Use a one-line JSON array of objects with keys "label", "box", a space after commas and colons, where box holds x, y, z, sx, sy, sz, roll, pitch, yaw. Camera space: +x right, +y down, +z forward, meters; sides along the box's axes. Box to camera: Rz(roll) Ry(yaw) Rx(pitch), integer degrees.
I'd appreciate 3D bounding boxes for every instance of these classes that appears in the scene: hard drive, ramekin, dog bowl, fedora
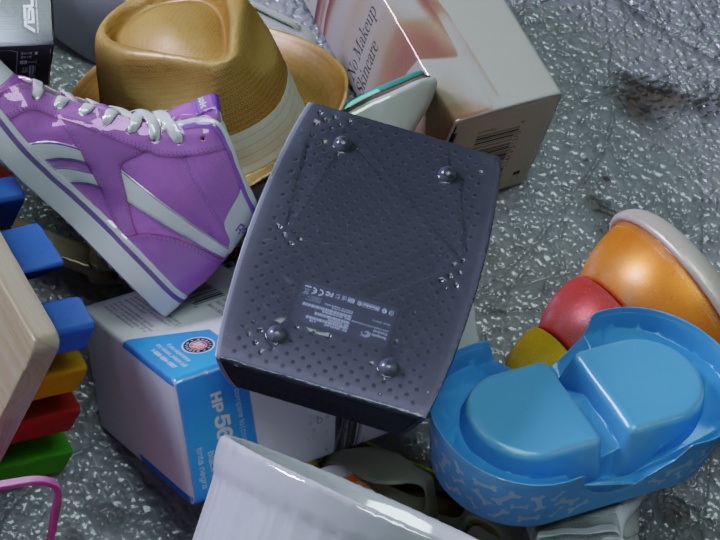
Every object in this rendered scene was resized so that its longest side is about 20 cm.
[{"label": "hard drive", "box": [0.000, 0.000, 1.422, 0.134, 0.042, 0.201, 16, 51, 3]}, {"label": "ramekin", "box": [0.001, 0.167, 1.273, 0.199, 0.200, 0.098, 24, 88, 4]}, {"label": "dog bowl", "box": [0.126, 0.087, 1.439, 0.199, 0.050, 0.112, -13, 49, -27]}, {"label": "fedora", "box": [-0.105, -0.122, 1.539, 0.199, 0.082, 0.201, -9, 37, 7]}]

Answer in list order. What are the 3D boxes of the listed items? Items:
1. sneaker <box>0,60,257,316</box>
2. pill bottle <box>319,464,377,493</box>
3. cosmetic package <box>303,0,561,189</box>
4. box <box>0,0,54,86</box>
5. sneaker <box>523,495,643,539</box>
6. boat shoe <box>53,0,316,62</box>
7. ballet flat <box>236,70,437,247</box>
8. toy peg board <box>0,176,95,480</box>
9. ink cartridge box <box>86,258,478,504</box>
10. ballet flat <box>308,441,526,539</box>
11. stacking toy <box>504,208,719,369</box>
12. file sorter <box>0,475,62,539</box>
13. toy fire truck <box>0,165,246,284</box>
[{"label": "sneaker", "box": [-0.143, -0.082, 1.439, 0.114, 0.073, 0.200, -44, 107, 6]}, {"label": "pill bottle", "box": [0.025, 0.214, 1.415, 0.200, 0.114, 0.114, 40, 56, 14]}, {"label": "cosmetic package", "box": [0.044, -0.155, 1.686, 0.087, 0.104, 0.201, -15, 59, -23]}, {"label": "box", "box": [-0.269, -0.129, 1.528, 0.157, 0.200, 0.049, -3, 78, -9]}, {"label": "sneaker", "box": [0.125, 0.173, 1.448, 0.074, 0.083, 0.200, 1, 18, 9]}, {"label": "boat shoe", "box": [-0.123, -0.170, 1.678, 0.199, 0.072, 0.066, 17, 49, -2]}, {"label": "ballet flat", "box": [-0.030, -0.059, 1.570, 0.199, 0.070, 0.070, -25, 64, -17]}, {"label": "toy peg board", "box": [-0.224, 0.020, 1.454, 0.097, 0.200, 0.201, -12, 57, -39]}, {"label": "ink cartridge box", "box": [-0.046, 0.050, 1.493, 0.199, 0.085, 0.146, -17, 23, -23]}, {"label": "ballet flat", "box": [0.048, 0.148, 1.496, 0.199, 0.067, 0.067, 23, 52, 3]}, {"label": "stacking toy", "box": [0.139, 0.070, 1.559, 0.199, 0.146, 0.146, -35, 68, -10]}, {"label": "file sorter", "box": [-0.206, 0.228, 1.344, 0.138, 0.126, 0.201, -8, 58, -18]}, {"label": "toy fire truck", "box": [-0.153, -0.038, 1.591, 0.199, 0.049, 0.141, 33, 55, 10]}]
